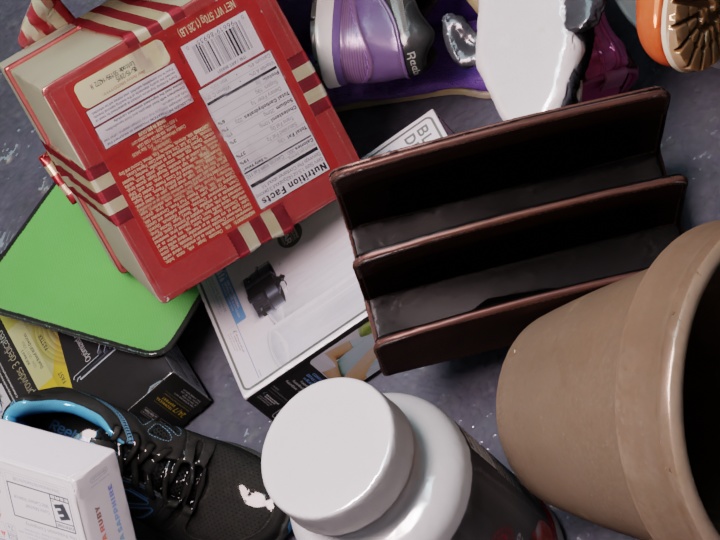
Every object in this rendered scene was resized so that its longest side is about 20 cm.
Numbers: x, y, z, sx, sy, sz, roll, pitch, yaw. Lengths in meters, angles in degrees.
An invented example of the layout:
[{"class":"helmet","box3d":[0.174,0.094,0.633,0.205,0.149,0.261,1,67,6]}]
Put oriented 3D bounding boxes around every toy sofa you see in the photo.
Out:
[{"class":"toy sofa","box3d":[0.010,-0.172,1.460,0.199,0.083,0.098,-5,59,30]}]

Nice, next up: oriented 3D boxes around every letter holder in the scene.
[{"class":"letter holder","box3d":[0.093,-0.023,1.227,0.199,0.142,0.101,-14,75,2]}]

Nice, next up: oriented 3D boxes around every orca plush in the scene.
[{"class":"orca plush","box3d":[0.104,-0.166,1.288,0.105,0.071,0.201,-32,62,21]}]

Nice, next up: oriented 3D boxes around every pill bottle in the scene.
[{"class":"pill bottle","box3d":[0.028,0.136,1.185,0.110,0.200,0.111,-15,57,24]}]

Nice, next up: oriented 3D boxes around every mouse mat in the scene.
[{"class":"mouse mat","box3d":[-0.159,-0.030,1.474,0.160,0.008,0.200,15,53,23]}]

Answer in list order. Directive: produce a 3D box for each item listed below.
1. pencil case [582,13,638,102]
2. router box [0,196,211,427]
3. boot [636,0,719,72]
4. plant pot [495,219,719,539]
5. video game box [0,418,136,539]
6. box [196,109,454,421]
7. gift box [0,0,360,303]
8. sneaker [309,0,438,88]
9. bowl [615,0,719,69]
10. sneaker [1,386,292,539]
[{"class":"pencil case","box3d":[0.122,-0.195,1.359,0.094,0.091,0.201,-24,77,43]},{"class":"router box","box3d":[-0.213,0.067,1.475,0.157,0.052,0.200,-40,49,6]},{"class":"boot","box3d":[0.173,-0.192,1.264,0.107,0.075,0.201,-13,49,29]},{"class":"plant pot","box3d":[0.173,0.076,1.161,0.174,0.200,0.201,-8,57,50]},{"class":"video game box","box3d":[-0.219,0.180,1.337,0.199,0.183,0.047,11,30,36]},{"class":"box","box3d":[0.000,0.000,1.377,0.200,0.060,0.117,-33,51,11]},{"class":"gift box","box3d":[-0.119,-0.114,1.374,0.184,0.201,0.187,-27,16,-12]},{"class":"sneaker","box3d":[0.021,-0.210,1.388,0.087,0.076,0.201,-2,67,12]},{"class":"bowl","box3d":[0.259,-0.197,1.314,0.200,0.090,0.202,-15,56,23]},{"class":"sneaker","box3d":[-0.138,0.129,1.340,0.199,0.082,0.073,17,86,12]}]
